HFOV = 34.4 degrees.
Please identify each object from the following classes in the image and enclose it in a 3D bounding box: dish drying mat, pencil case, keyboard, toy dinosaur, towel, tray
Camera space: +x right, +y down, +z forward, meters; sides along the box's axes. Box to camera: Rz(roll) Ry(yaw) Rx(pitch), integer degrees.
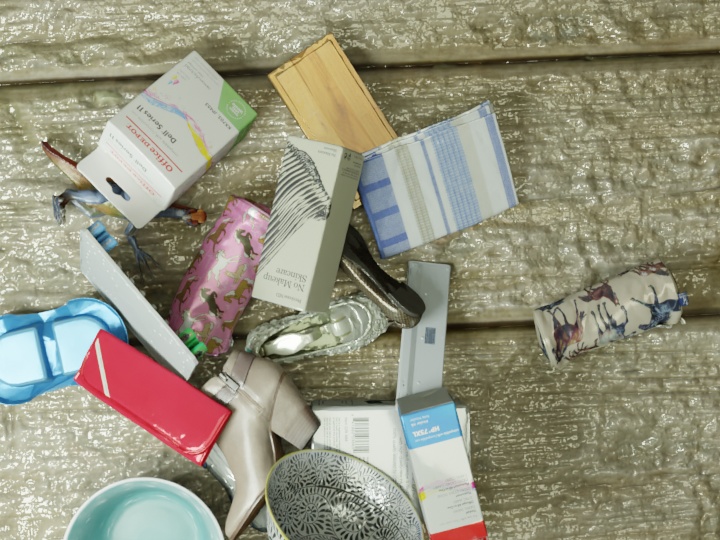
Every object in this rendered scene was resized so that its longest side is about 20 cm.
[{"bbox_3d":[-0.254,0.152,1.406,0.199,0.018,0.077,30,90,16],"label":"dish drying mat"},{"bbox_3d":[0.312,0.059,1.477,0.198,0.078,0.090,-22,77,-2],"label":"pencil case"},{"bbox_3d":[0.080,0.082,1.461,0.056,0.011,0.202,8,66,-5],"label":"keyboard"},{"bbox_3d":[-0.288,-0.091,1.450,0.179,0.105,0.203,-11,81,-20],"label":"toy dinosaur"},{"bbox_3d":[0.095,-0.113,1.470,0.198,0.024,0.148,-22,113,-4],"label":"towel"},{"bbox_3d":[-0.166,0.005,1.456,0.082,0.086,0.202,27,89,40],"label":"pencil case"},{"bbox_3d":[-0.023,-0.189,1.481,0.098,0.037,0.201,-33,93,-1],"label":"tray"}]

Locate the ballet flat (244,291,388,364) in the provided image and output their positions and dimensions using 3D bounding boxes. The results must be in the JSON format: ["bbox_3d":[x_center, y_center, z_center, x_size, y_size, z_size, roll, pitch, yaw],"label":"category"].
[{"bbox_3d":[-0.049,0.080,1.470,0.198,0.072,0.073,-18,92,-3],"label":"ballet flat"}]

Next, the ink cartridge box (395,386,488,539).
[{"bbox_3d":[0.098,0.248,1.365,0.066,0.116,0.203,-14,93,0],"label":"ink cartridge box"}]

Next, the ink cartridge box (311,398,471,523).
[{"bbox_3d":[0.036,0.238,1.465,0.197,0.084,0.148,0,90,-2],"label":"ink cartridge box"}]

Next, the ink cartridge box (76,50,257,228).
[{"bbox_3d":[-0.234,-0.159,1.412,0.117,0.067,0.200,44,59,-3],"label":"ink cartridge box"}]

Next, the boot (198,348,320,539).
[{"bbox_3d":[-0.148,0.203,1.413,0.146,0.070,0.201,36,86,6],"label":"boot"}]

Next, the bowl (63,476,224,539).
[{"bbox_3d":[-0.261,0.347,1.445,0.198,0.105,0.204,0,91,-2],"label":"bowl"}]

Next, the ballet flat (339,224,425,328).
[{"bbox_3d":[0.000,0.000,1.463,0.200,0.067,0.047,44,127,12],"label":"ballet flat"}]

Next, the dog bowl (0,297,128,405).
[{"bbox_3d":[-0.387,0.100,1.464,0.197,0.050,0.113,-13,92,-3],"label":"dog bowl"}]

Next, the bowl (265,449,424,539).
[{"bbox_3d":[-0.033,0.312,1.348,0.199,0.201,0.095,25,118,-3],"label":"bowl"}]

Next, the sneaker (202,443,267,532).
[{"bbox_3d":[-0.157,0.232,1.475,0.087,0.074,0.201,-39,95,-18],"label":"sneaker"}]

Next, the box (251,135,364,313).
[{"bbox_3d":[-0.063,-0.055,1.409,0.081,0.068,0.203,13,91,24],"label":"box"}]

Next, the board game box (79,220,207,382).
[{"bbox_3d":[-0.261,0.045,1.391,0.026,0.200,0.200,-40,88,-19],"label":"board game box"}]
